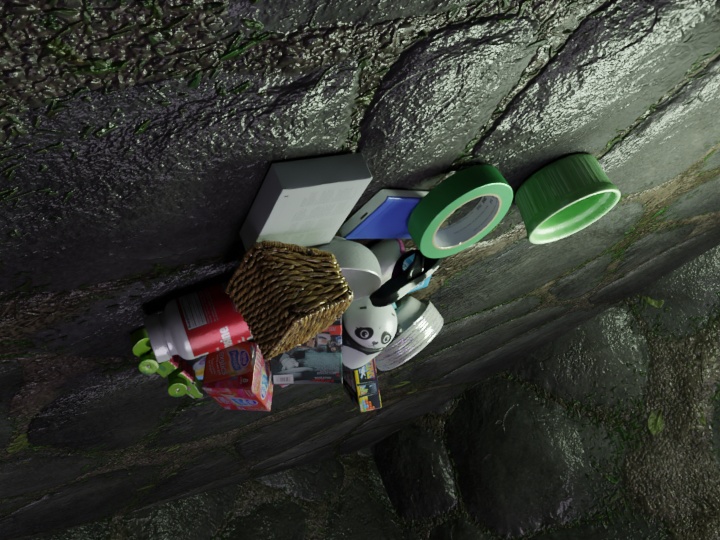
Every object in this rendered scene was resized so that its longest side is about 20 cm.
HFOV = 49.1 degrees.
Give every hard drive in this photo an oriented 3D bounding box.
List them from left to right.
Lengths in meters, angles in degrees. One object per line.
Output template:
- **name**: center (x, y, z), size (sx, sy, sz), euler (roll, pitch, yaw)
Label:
- **hard drive**: center (0.074, -0.100, 1.432), size (0.199, 0.026, 0.132), euler (-3, 152, -45)

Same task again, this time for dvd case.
- **dvd case**: center (-0.106, 0.144, 1.509), size (0.144, 0.022, 0.201), euler (-2, 129, -2)

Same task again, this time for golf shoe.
- **golf shoe**: center (0.000, 0.000, 1.544), size (0.199, 0.076, 0.091), euler (-37, 153, 31)

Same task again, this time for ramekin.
- **ramekin**: center (0.409, -0.146, 1.583), size (0.198, 0.098, 0.200), euler (-21, 160, -8)

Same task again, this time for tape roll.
- **tape roll**: center (0.182, -0.105, 1.437), size (0.199, 0.048, 0.201), euler (-26, 154, -13)

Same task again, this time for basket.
- **basket**: center (-0.110, 0.030, 1.283), size (0.142, 0.150, 0.200), euler (-24, 166, -31)

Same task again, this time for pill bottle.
- **pill bottle**: center (-0.276, 0.091, 1.401), size (0.198, 0.113, 0.112), euler (-19, 161, -12)

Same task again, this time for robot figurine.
- **robot figurine**: center (-0.009, 0.127, 1.582), size (0.150, 0.125, 0.200), euler (-38, 174, -44)

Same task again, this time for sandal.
- **sandal**: center (0.089, 0.000, 1.475), size (0.075, 0.048, 0.200), euler (-5, -155, 44)

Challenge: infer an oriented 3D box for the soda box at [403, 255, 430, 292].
- **soda box**: center (0.046, 0.027, 1.677), size (0.198, 0.065, 0.068), euler (-20, 161, -12)

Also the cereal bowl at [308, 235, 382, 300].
- **cereal bowl**: center (-0.063, -0.006, 1.400), size (0.198, 0.084, 0.200), euler (-5, 159, -2)

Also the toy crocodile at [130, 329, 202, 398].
- **toy crocodile**: center (-0.371, 0.182, 1.522), size (0.061, 0.068, 0.200), euler (-33, 125, 13)

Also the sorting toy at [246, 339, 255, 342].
- **sorting toy**: center (-0.141, 0.119, 1.578), size (0.184, 0.037, 0.200), euler (-32, 158, -9)

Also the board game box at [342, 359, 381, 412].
- **board game box**: center (-0.007, 0.227, 1.872), size (0.056, 0.167, 0.200), euler (-9, -172, -11)

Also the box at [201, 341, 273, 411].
- **box**: center (-0.234, 0.208, 1.538), size (0.098, 0.097, 0.200), euler (2, 159, 4)

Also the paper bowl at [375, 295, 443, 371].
- **paper bowl**: center (0.094, 0.140, 1.898), size (0.200, 0.105, 0.201), euler (-36, -172, 6)

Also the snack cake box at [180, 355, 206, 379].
- **snack cake box**: center (-0.298, 0.153, 1.611), size (0.114, 0.068, 0.200), euler (-1, 151, -49)

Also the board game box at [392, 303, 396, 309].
- **board game box**: center (-0.025, 0.091, 1.791), size (0.198, 0.047, 0.151), euler (-25, 161, 4)

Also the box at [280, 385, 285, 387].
- **box**: center (-0.168, 0.188, 1.785), size (0.099, 0.096, 0.200), euler (-22, 161, 0)

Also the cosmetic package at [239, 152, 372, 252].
- **cosmetic package**: center (-0.088, -0.098, 1.210), size (0.150, 0.052, 0.200), euler (-14, 159, -30)
